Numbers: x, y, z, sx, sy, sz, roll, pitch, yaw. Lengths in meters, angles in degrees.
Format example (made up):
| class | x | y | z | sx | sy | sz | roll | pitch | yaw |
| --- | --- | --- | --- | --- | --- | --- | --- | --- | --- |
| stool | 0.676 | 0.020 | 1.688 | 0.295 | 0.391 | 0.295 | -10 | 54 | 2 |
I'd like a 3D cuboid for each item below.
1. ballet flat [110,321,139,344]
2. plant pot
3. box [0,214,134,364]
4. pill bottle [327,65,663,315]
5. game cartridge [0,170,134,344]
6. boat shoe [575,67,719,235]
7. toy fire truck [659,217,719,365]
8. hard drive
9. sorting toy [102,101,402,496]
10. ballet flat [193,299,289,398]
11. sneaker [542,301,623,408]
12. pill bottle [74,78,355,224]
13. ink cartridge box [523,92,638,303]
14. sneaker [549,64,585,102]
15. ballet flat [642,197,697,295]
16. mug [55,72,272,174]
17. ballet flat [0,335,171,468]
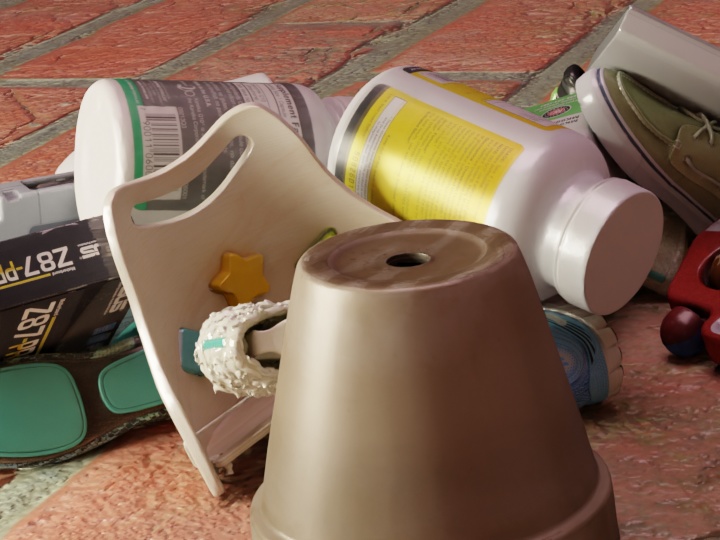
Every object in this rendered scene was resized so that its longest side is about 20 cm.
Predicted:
| class | x | y | z | sx | sy | sz | roll | pitch | yaw |
| --- | --- | --- | --- | --- | --- | --- | --- | --- | --- |
| ballet flat | -0.095 | 0.035 | 1.389 | 0.200 | 0.070 | 0.067 | -35 | 15 | 43 |
| plant pot | 0.034 | 0.072 | 1.094 | 0.199 | 0.174 | 0.200 | -4 | 18 | 1 |
| box | -0.233 | 0.038 | 1.313 | 0.161 | 0.049 | 0.200 | -17 | -17 | -27 |
| pill bottle | 0.084 | -0.047 | 1.288 | 0.200 | 0.113 | 0.112 | 27 | 35 | 35 |
| game cartridge | -0.173 | -0.007 | 1.458 | 0.199 | 0.134 | 0.042 | -11 | 26 | -26 |
| boat shoe | 0.235 | -0.080 | 1.461 | 0.062 | 0.200 | 0.072 | -37 | 23 | 30 |
| toy fire truck | 0.282 | 0.005 | 1.341 | 0.168 | 0.112 | 0.200 | -36 | 29 | -22 |
| hard drive | 0.261 | -0.117 | 1.440 | 0.199 | 0.026 | 0.132 | 26 | -8 | 0 |
| sorting toy | -0.068 | 0.002 | 1.257 | 0.200 | 0.181 | 0.107 | -35 | 18 | -20 |
| ballet flat | 0.005 | 0.043 | 1.198 | 0.199 | 0.072 | 0.072 | -5 | 17 | -20 |
| sneaker | 0.066 | 0.048 | 1.311 | 0.199 | 0.079 | 0.090 | 11 | 29 | 44 |
| pill bottle | -0.084 | -0.071 | 1.396 | 0.199 | 0.114 | 0.113 | 0 | 15 | -23 |
| ink cartridge box | 0.108 | -0.037 | 1.451 | 0.145 | 0.084 | 0.200 | -17 | 22 | 21 |
| sneaker | 0.237 | -0.116 | 1.532 | 0.199 | 0.084 | 0.077 | 3 | 26 | 3 |
| ballet flat | 0.239 | -0.029 | 1.535 | 0.062 | 0.068 | 0.200 | 29 | 33 | 13 |
| mug | -0.140 | -0.052 | 1.607 | 0.175 | 0.148 | 0.200 | -17 | -10 | -10 |
| ballet flat | -0.179 | 0.084 | 1.323 | 0.199 | 0.075 | 0.074 | -10 | 19 | -18 |
